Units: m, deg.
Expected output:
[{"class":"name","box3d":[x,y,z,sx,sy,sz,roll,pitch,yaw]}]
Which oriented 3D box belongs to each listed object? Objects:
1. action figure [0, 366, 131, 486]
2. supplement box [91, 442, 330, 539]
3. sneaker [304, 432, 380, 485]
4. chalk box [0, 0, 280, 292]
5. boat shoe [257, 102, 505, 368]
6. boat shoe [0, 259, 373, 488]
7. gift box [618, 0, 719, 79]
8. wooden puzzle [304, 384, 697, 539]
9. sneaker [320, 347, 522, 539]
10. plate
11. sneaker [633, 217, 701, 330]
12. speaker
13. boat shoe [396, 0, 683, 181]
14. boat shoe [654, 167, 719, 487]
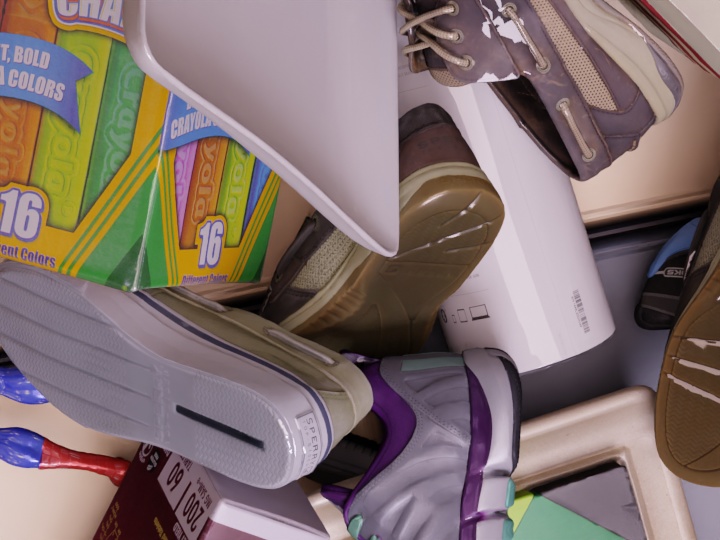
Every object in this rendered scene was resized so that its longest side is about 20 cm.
[{"class":"action figure","box3d":[-0.205,0.061,1.282,0.200,0.052,0.065,10,92,-14]},{"class":"supplement box","box3d":[-0.096,0.172,1.258,0.061,0.109,0.200,21,105,-25]},{"class":"sneaker","box3d":[0.044,0.155,1.317,0.200,0.060,0.104,23,91,-11]},{"class":"chalk box","box3d":[-0.104,-0.101,1.215,0.125,0.124,0.200,13,97,24]},{"class":"boat shoe","box3d":[-0.001,0.000,1.257,0.072,0.201,0.066,8,53,-27]},{"class":"boat shoe","box3d":[-0.083,0.041,1.233,0.200,0.062,0.072,26,123,33]},{"class":"gift box","box3d":[0.141,-0.200,1.225,0.187,0.200,0.185,42,88,-25]},{"class":"wooden puzzle","box3d":[0.078,0.171,1.280,0.185,0.037,0.200,-18,102,-9]},{"class":"sneaker","box3d":[0.024,0.133,1.224,0.087,0.074,0.200,3,80,0]},{"class":"plate","box3d":[-0.043,-0.126,1.133,0.032,0.200,0.200,-15,60,26]},{"class":"sneaker","box3d":[0.213,0.062,1.321,0.200,0.071,0.083,42,93,-3]},{"class":"speaker","box3d":[0.053,-0.054,1.280,0.081,0.081,0.200,-19,98,-4]},{"class":"boat shoe","box3d":[0.056,-0.111,1.193,0.200,0.074,0.073,39,81,-22]},{"class":"boat shoe","box3d":[0.185,0.001,1.255,0.073,0.065,0.200,19,107,1]}]
